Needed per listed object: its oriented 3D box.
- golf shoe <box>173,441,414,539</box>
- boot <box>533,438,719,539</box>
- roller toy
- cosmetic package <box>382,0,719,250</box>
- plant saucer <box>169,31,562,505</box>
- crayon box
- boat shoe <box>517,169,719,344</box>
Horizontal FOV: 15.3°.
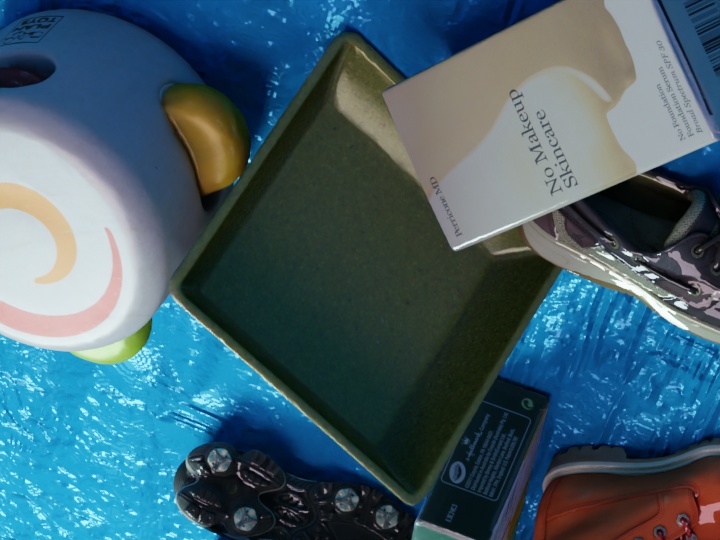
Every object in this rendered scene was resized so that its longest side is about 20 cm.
[{"bbox_3d":[-0.037,0.178,1.881,0.199,0.077,0.088,27,168,-5],"label":"golf shoe"},{"bbox_3d":[0.196,0.167,1.689,0.199,0.107,0.075,-8,128,33],"label":"boot"},{"bbox_3d":[-0.174,-0.060,1.615,0.182,0.140,0.200,32,133,1],"label":"roller toy"},{"bbox_3d":[0.116,-0.093,1.435,0.200,0.071,0.106,-25,90,45],"label":"cosmetic package"},{"bbox_3d":[0.000,0.000,1.546,0.200,0.200,0.048,42,154,-20],"label":"plant saucer"},{"bbox_3d":[0.069,0.179,1.759,0.051,0.126,0.200,19,142,10],"label":"crayon box"},{"bbox_3d":[0.184,-0.015,1.514,0.200,0.072,0.066,22,147,14],"label":"boat shoe"}]
